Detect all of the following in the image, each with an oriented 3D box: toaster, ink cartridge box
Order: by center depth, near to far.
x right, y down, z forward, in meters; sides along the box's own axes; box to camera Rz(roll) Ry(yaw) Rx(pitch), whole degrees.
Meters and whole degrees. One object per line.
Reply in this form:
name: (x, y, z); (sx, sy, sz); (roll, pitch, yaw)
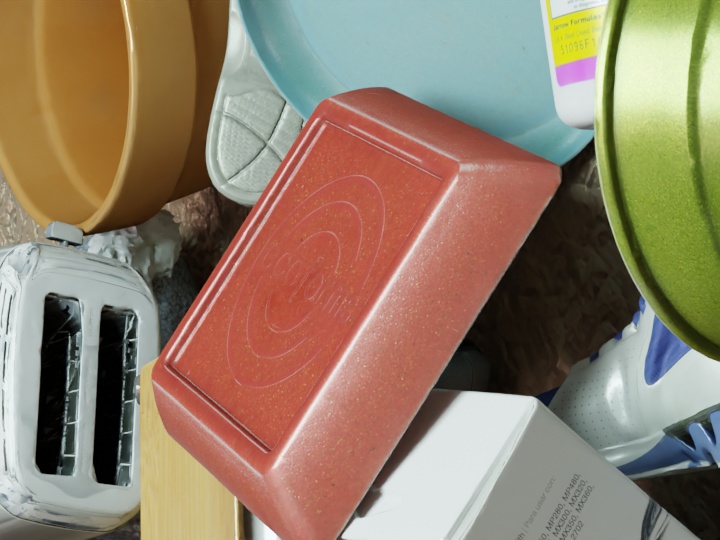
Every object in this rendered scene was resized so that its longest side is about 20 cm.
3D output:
ink cartridge box: (0.082, 0.139, 1.143); (0.145, 0.200, 0.084); (0, 54, 58)
toaster: (-0.182, 0.076, 1.402); (0.129, 0.114, 0.200); (-19, 63, 50)

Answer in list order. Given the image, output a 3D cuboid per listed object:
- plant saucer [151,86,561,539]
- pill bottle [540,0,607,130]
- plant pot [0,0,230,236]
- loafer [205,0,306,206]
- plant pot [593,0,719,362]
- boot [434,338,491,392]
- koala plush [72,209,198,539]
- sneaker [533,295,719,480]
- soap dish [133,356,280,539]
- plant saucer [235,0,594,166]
plant saucer: (-0.016, 0.010, 1.171); (0.200, 0.037, 0.200); (-57, 28, 0)
pill bottle: (0.122, -0.165, 1.106); (0.104, 0.104, 0.200); (-9, 89, 59)
plant pot: (-0.113, -0.125, 1.462); (0.200, 0.140, 0.200); (20, 114, 55)
loafer: (-0.038, -0.130, 1.378); (0.063, 0.072, 0.200); (126, 161, -86)
plant pot: (0.219, -0.057, 0.909); (0.193, 0.200, 0.200); (5, 101, 46)
boot: (0.062, 0.143, 1.321); (0.132, 0.070, 0.200); (40, 134, 38)
koala plush: (-0.157, 0.062, 1.565); (0.177, 0.184, 0.200); (121, 165, -75)
sneaker: (0.147, 0.032, 1.143); (0.199, 0.081, 0.115); (-13, 81, 52)
soap dish: (-0.061, 0.128, 1.380); (0.200, 0.081, 0.157); (57, -151, -71)
plant saucer: (0.034, -0.128, 1.238); (0.200, 0.027, 0.200); (15, 132, 18)
